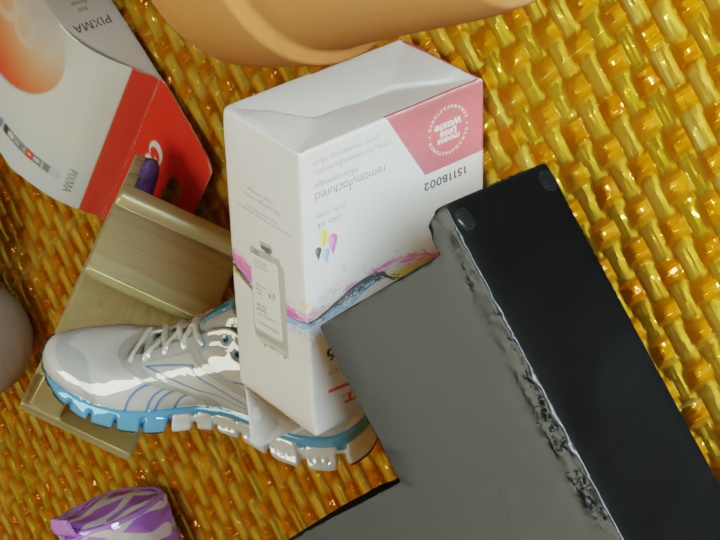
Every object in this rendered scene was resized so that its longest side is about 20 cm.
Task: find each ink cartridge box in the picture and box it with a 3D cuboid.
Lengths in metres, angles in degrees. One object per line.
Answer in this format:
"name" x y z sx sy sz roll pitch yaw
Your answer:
"ink cartridge box" 0.000 0.000 1.150 0.067 0.116 0.201 32 135 42
"ink cartridge box" -0.176 -0.092 1.424 0.200 0.050 0.162 59 148 19

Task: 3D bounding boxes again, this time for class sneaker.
"sneaker" -0.085 0.046 1.288 0.199 0.075 0.087 8 128 13

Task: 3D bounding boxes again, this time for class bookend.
"bookend" 0.043 0.088 1.097 0.200 0.092 0.199 -32 85 38

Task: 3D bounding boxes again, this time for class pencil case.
"pencil case" -0.145 0.247 1.555 0.084 0.085 0.201 -5 104 55

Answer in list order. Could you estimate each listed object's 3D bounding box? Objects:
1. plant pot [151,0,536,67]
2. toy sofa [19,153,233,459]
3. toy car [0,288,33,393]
"plant pot" 0.010 -0.181 0.967 0.140 0.200 0.201 9 118 37
"toy sofa" -0.138 0.024 1.412 0.083 0.098 0.200 26 144 -6
"toy car" -0.340 0.018 1.630 0.175 0.150 0.201 21 136 51
